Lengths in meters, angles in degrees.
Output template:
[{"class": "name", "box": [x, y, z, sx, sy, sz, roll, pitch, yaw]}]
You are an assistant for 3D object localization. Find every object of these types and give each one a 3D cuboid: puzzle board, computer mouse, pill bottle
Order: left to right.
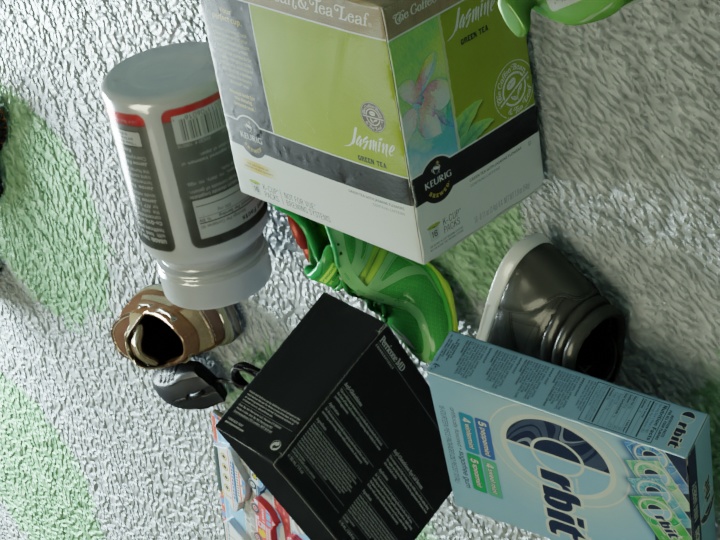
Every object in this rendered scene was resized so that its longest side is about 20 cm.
[{"class": "pill bottle", "box": [-0.140, -0.077, 1.725, 0.114, 0.114, 0.201, 21, 132, 44]}, {"class": "computer mouse", "box": [-0.134, 0.113, 1.938, 0.199, 0.034, 0.059, -3, 133, 53]}, {"class": "puzzle board", "box": [-0.090, 0.247, 2.021, 0.150, 0.017, 0.201, 31, 138, 36]}]

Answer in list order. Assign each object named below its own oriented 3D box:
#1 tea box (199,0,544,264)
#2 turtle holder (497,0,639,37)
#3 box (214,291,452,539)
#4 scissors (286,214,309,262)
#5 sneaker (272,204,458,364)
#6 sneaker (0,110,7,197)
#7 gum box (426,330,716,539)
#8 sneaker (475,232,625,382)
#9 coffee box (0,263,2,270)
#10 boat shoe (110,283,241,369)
[{"class": "tea box", "box": [0.006, -0.141, 1.455, 0.199, 0.133, 0.198, 23, 135, 42]}, {"class": "turtle holder", "box": [0.120, -0.241, 1.219, 0.186, 0.131, 0.141, 47, 147, 18]}, {"class": "box", "box": [-0.007, 0.136, 1.638, 0.079, 0.141, 0.200, 29, 161, 41]}, {"class": "scissors", "box": [-0.073, -0.101, 1.699, 0.073, 0.014, 0.201, 34, -145, -80]}, {"class": "sneaker", "box": [0.000, 0.000, 1.628, 0.200, 0.083, 0.074, 51, 147, 10]}, {"class": "sneaker", "box": [-0.407, -0.116, 2.108, 0.079, 0.075, 0.200, 52, 140, 25]}, {"class": "gum box", "box": [0.154, 0.137, 1.491, 0.199, 0.045, 0.170, 18, 145, 25]}, {"class": "sneaker", "box": [0.135, 0.077, 1.520, 0.099, 0.070, 0.201, 42, 141, 32]}, {"class": "coffee box", "box": [-0.492, -0.041, 2.233, 0.200, 0.114, 0.080, 53, 147, 9]}, {"class": "boat shoe", "box": [-0.190, 0.056, 1.943, 0.200, 0.072, 0.076, -18, 102, 57]}]
